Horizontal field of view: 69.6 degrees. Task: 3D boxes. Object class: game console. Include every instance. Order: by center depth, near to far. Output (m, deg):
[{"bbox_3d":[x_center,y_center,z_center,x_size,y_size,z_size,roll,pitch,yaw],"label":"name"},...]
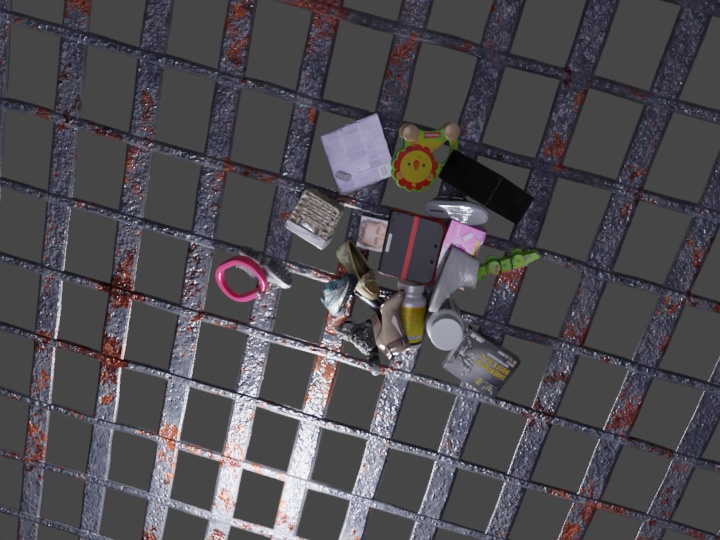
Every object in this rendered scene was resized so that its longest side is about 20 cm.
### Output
[{"bbox_3d":[0.154,-0.067,1.547,0.173,0.031,0.204,14,103,8],"label":"game console"}]

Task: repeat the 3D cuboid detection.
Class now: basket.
[{"bbox_3d":[-0.127,-0.158,1.526,0.134,0.200,0.125,30,100,-3],"label":"basket"}]

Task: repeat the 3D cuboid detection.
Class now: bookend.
[{"bbox_3d":[0.363,-0.239,1.498,0.198,0.199,0.093,17,110,-45],"label":"bookend"}]

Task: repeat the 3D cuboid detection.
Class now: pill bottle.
[{"bbox_3d":[0.253,0.157,1.563,0.111,0.200,0.116,1,104,6],"label":"pill bottle"},{"bbox_3d":[0.147,0.134,1.613,0.110,0.113,0.205,6,105,4],"label":"pill bottle"}]

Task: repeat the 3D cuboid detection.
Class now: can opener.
[{"bbox_3d":[0.012,0.085,1.656,0.199,0.054,0.067,41,136,-5],"label":"can opener"}]

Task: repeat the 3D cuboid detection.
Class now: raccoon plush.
[{"bbox_3d":[-0.014,0.233,1.628,0.131,0.202,0.098,-11,135,9],"label":"raccoon plush"}]

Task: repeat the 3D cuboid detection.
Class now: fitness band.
[{"bbox_3d":[-0.380,0.027,1.639,0.198,0.038,0.145,-19,113,39],"label":"fitness band"}]

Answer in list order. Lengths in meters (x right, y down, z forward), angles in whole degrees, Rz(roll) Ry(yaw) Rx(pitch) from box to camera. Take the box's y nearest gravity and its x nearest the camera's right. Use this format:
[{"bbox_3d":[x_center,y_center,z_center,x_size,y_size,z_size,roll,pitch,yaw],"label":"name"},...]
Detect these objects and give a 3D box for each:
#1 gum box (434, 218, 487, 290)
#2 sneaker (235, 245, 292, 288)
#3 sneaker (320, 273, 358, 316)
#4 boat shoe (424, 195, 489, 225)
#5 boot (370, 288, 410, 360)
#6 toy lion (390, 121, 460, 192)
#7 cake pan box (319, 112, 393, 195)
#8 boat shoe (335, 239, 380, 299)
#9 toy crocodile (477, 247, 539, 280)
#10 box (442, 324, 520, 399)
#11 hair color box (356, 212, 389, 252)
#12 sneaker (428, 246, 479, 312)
[{"bbox_3d":[0.295,-0.057,1.575,0.111,0.066,0.204,19,105,1],"label":"gum box"},{"bbox_3d":[-0.308,0.002,1.657,0.198,0.075,0.083,33,121,2],"label":"sneaker"},{"bbox_3d":[-0.076,0.065,1.601,0.086,0.078,0.201,39,141,5],"label":"sneaker"},{"bbox_3d":[0.284,-0.188,1.506,0.197,0.071,0.073,15,141,31],"label":"boat shoe"},{"bbox_3d":[0.105,0.168,1.534,0.148,0.069,0.201,61,140,21],"label":"boot"},{"bbox_3d":[0.185,-0.327,1.506,0.195,0.069,0.196,-5,110,-8],"label":"toy lion"},{"bbox_3d":[-0.002,-0.345,1.542,0.196,0.052,0.187,-19,103,10],"label":"cake pan box"},{"bbox_3d":[0.000,0.000,1.604,0.201,0.073,0.062,53,138,-5],"label":"boat shoe"},{"bbox_3d":[0.443,-0.020,1.571,0.196,0.068,0.063,-16,108,11],"label":"toy crocodile"},{"bbox_3d":[0.386,0.294,1.663,0.198,0.048,0.160,33,104,-3],"label":"box"},{"bbox_3d":[0.091,-0.104,1.587,0.196,0.061,0.102,12,104,3],"label":"hair color box"},{"bbox_3d":[0.279,0.044,1.508,0.114,0.074,0.203,24,85,-1],"label":"sneaker"}]
